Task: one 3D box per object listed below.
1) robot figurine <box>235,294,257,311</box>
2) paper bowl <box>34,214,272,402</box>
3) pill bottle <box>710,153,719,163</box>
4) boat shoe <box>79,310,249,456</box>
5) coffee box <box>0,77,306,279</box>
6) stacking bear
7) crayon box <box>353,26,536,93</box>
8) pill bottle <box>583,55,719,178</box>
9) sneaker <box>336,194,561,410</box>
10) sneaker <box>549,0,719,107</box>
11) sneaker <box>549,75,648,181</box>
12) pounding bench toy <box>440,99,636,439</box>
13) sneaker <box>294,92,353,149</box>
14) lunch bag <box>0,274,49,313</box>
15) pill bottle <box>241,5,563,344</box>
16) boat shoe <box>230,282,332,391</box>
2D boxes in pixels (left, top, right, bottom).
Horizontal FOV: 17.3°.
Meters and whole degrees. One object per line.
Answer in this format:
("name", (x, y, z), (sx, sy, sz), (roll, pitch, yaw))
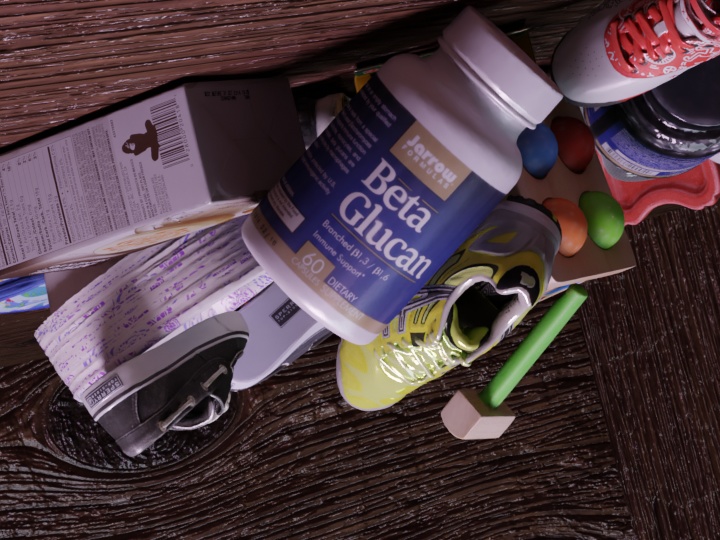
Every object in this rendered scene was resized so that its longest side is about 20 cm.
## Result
("robot figurine", (-0.082, 0.003, 1.919), (0.201, 0.058, 0.145), (-61, -178, 29))
("paper bowl", (-0.150, 0.001, 1.721), (0.200, 0.105, 0.201), (-35, 178, -1))
("pill bottle", (0.323, -0.143, 1.866), (0.199, 0.114, 0.113), (-11, 175, -40))
("boat shoe", (-0.127, 0.083, 1.667), (0.071, 0.064, 0.200), (-36, 177, 28))
("coffee box", (-0.145, -0.059, 1.536), (0.199, 0.080, 0.114), (-17, 175, 36))
("stacking bear", (0.296, -0.127, 2.054), (0.121, 0.115, 0.200), (-13, -171, 40))
("crayon box", (0.062, -0.121, 1.660), (0.126, 0.051, 0.200), (-14, 176, 2))
("pill bottle", (0.225, -0.130, 1.673), (0.111, 0.113, 0.200), (-14, 177, -5))
("sneaker", (0.046, 0.031, 1.503), (0.200, 0.075, 0.077), (-45, -161, 36))
("sneaker", (0.202, -0.162, 1.483), (0.200, 0.068, 0.108), (-19, 174, 17))
("sneaker", (0.195, -0.136, 1.865), (0.070, 0.081, 0.200), (-9, 159, 23))
("pounding bench toy", (0.103, 0.000, 1.594), (0.155, 0.201, 0.124), (-24, 173, 33))
("sneaker", (-0.050, -0.087, 1.683), (0.099, 0.070, 0.200), (-8, 173, 6))
("lunch bag", (-0.215, -0.020, 1.886), (0.199, 0.083, 0.160), (-10, 177, -44))
("pill bottle", (0.029, -0.062, 1.454), (0.200, 0.111, 0.111), (-48, 170, 10))
("boat shoe", (-0.042, 0.029, 1.848), (0.200, 0.070, 0.066), (-42, 177, -20))
